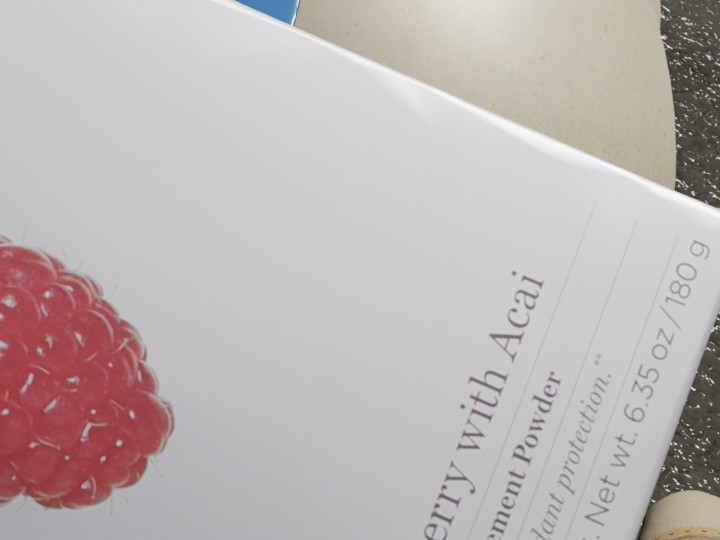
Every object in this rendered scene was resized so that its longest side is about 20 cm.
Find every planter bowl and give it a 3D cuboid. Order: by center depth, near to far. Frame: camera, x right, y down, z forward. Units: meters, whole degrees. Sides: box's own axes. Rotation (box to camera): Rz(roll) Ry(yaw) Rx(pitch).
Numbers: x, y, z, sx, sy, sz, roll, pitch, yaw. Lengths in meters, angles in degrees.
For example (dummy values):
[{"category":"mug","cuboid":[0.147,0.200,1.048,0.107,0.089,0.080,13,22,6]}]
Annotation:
[{"category":"planter bowl","cuboid":[0.000,0.000,0.835,0.200,0.200,0.135,5,65,-42]}]

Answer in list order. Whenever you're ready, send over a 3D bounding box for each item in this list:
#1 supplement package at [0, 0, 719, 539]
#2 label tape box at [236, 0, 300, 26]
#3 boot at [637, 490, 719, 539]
[{"category":"supplement package","cuboid":[-0.049,0.018,0.584,0.200,0.121,0.120,23,-16,-4]},{"category":"label tape box","cuboid":[-0.107,-0.074,0.752,0.063,0.200,0.144,40,49,-38]},{"category":"boot","cuboid":[0.156,0.162,0.862,0.200,0.072,0.167,25,40,-18]}]
